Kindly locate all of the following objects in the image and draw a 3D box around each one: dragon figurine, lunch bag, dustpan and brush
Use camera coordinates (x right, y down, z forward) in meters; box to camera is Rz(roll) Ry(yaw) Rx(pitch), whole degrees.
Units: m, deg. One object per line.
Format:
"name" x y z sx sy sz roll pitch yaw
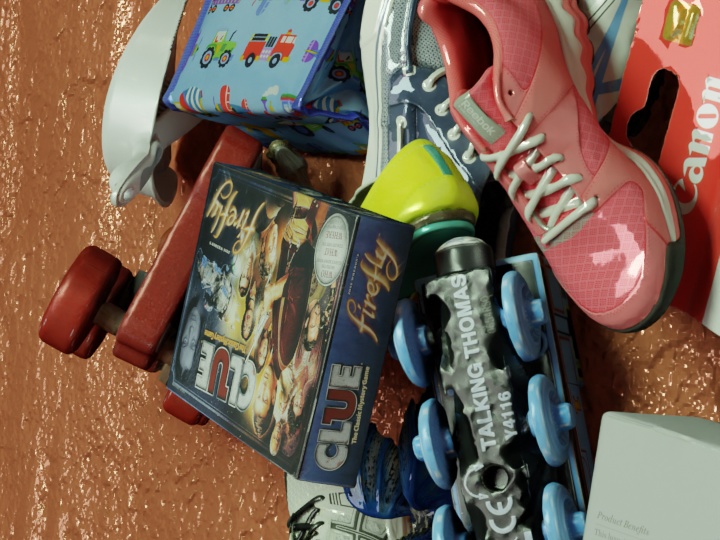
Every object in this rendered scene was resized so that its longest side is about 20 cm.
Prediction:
"dragon figurine" 0.030 0.104 1.119 0.059 0.099 0.201 -24 67 48
"lunch bag" -0.017 -0.177 1.243 0.150 0.094 0.201 7 79 53
"dustpan and brush" -0.133 -0.086 1.304 0.057 0.200 0.140 14 118 15

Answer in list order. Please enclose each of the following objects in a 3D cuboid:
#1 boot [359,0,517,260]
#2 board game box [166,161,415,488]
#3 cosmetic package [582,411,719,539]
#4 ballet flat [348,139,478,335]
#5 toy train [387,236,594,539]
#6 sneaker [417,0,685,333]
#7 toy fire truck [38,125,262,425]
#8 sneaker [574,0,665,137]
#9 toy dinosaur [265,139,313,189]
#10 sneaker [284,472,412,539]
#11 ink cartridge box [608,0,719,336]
"boot" 0.052 -0.083 1.149 0.090 0.073 0.201 12 103 46
"board game box" -0.043 0.023 1.100 0.200 0.034 0.136 22 101 63
"cosmetic package" 0.155 0.175 0.973 0.101 0.071 0.201 14 97 52
"ballet flat" 0.000 0.000 1.130 0.200 0.067 0.067 -50 53 45
"toy train" 0.076 0.083 1.051 0.086 0.114 0.201 -14 80 19
"sneaker" 0.080 -0.057 0.976 0.074 0.087 0.201 -40 62 37
"toy fire truck" -0.106 -0.003 1.280 0.168 0.112 0.200 -60 -1 -4
"sneaker" 0.123 -0.122 1.042 0.072 0.072 0.201 28 103 20
"toy dinosaur" -0.024 0.020 1.251 0.106 0.060 0.201 -151 59 -61
"sneaker" -0.016 0.176 1.180 0.076 0.087 0.200 -48 49 39
"ink cartridge box" 0.189 -0.044 0.937 0.200 0.050 0.162 20 102 32
